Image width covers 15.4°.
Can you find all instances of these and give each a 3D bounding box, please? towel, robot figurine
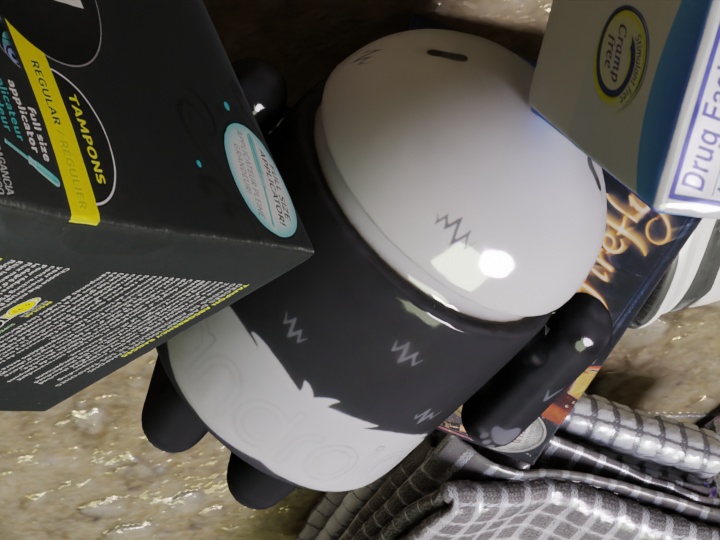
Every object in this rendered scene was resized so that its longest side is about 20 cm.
[{"bbox_3d":[0.070,0.140,1.286,0.165,0.086,0.200,18,139,-17],"label":"towel"},{"bbox_3d":[0.001,0.000,0.984,0.150,0.125,0.200,4,140,-46],"label":"robot figurine"}]

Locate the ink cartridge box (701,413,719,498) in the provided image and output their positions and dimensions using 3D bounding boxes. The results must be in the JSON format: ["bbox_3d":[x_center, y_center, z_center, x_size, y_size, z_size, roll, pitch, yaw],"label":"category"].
[{"bbox_3d":[0.177,0.144,1.397,0.108,0.051,0.200,14,140,-35],"label":"ink cartridge box"}]

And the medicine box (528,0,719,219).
[{"bbox_3d":[0.182,-0.111,0.895,0.199,0.103,0.183,6,109,-25],"label":"medicine box"}]

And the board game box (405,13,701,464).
[{"bbox_3d":[0.048,-0.007,1.094,0.135,0.035,0.200,21,140,-6],"label":"board game box"}]

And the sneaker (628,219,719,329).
[{"bbox_3d":[0.177,-0.056,1.095,0.115,0.076,0.201,-11,151,-28],"label":"sneaker"}]

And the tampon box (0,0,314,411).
[{"bbox_3d":[-0.133,-0.048,0.852,0.126,0.151,0.200,-30,165,21],"label":"tampon box"}]
